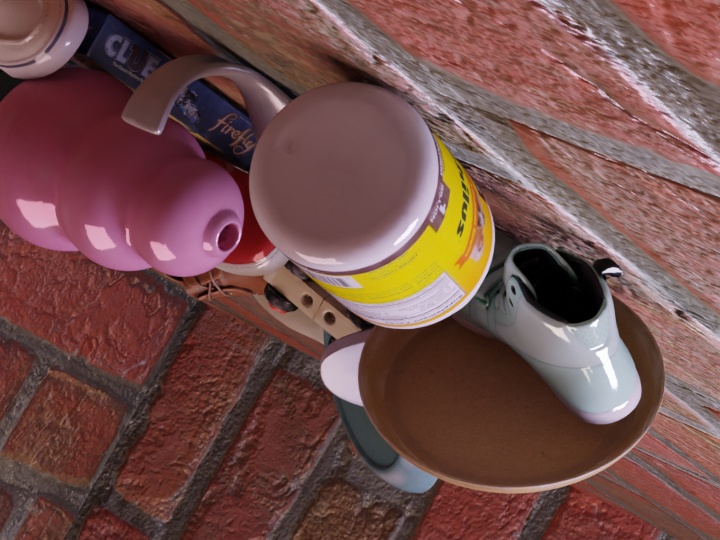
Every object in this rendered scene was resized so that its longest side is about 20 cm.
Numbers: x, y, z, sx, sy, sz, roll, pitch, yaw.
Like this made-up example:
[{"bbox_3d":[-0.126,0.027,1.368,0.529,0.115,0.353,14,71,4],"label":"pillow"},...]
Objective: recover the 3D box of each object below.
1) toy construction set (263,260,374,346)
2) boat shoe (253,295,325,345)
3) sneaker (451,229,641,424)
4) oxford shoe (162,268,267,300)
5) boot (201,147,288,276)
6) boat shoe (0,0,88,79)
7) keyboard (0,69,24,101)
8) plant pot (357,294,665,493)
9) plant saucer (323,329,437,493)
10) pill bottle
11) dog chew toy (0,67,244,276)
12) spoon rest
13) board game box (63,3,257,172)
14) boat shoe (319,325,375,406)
[{"bbox_3d":[0.000,0.000,1.716,0.200,0.092,0.131,26,-150,22],"label":"toy construction set"},{"bbox_3d":[-0.019,0.023,1.946,0.200,0.071,0.063,38,-145,12],"label":"boat shoe"},{"bbox_3d":[0.103,0.000,1.510,0.200,0.074,0.118,42,161,37],"label":"sneaker"},{"bbox_3d":[-0.099,0.001,1.860,0.071,0.071,0.200,56,161,-19],"label":"oxford shoe"},{"bbox_3d":[-0.141,-0.070,1.674,0.200,0.072,0.144,29,175,43],"label":"boot"},{"bbox_3d":[-0.256,-0.186,1.579,0.070,0.071,0.200,31,-179,-42],"label":"boat shoe"},{"bbox_3d":[-0.281,-0.085,1.689,0.200,0.021,0.127,-6,113,29],"label":"keyboard"},{"bbox_3d":[0.098,0.075,1.541,0.200,0.200,0.027,26,140,28],"label":"plant pot"},{"bbox_3d":[0.013,0.077,1.823,0.027,0.200,0.200,-11,-170,-20],"label":"plant saucer"},{"bbox_3d":[0.014,-0.030,1.376,0.109,0.109,0.200,27,174,21],"label":"pill bottle"},{"bbox_3d":[-0.157,-0.057,1.549,0.200,0.125,0.125,25,174,34],"label":"dog chew toy"},{"bbox_3d":[-0.058,-0.094,1.520,0.200,0.061,0.099,16,-173,-44],"label":"spoon rest"},{"bbox_3d":[-0.167,-0.141,1.683,0.135,0.035,0.200,25,173,40],"label":"board game box"},{"bbox_3d":[0.072,0.052,1.642,0.200,0.057,0.069,-6,127,4],"label":"boat shoe"}]
